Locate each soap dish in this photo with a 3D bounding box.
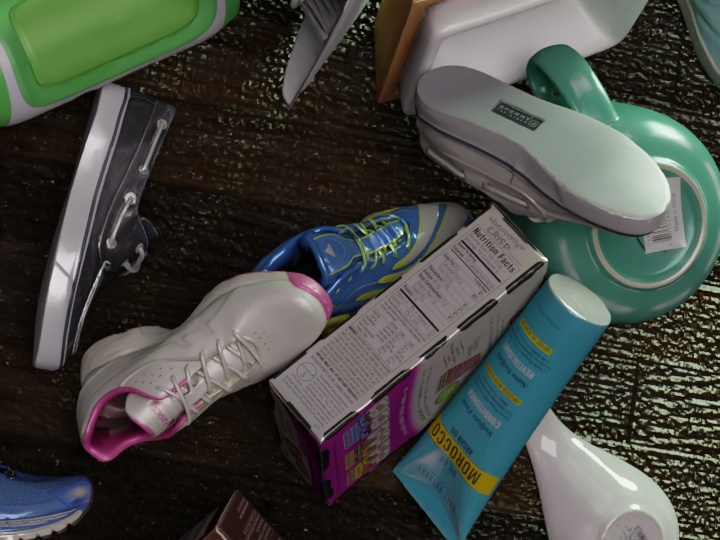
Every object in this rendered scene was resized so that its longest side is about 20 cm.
[{"bbox_3d":[0.106,-0.194,1.455,0.198,0.158,0.082,-19,74,-15],"label":"soap dish"}]

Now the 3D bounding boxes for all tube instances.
[{"bbox_3d":[0.096,0.093,1.423,0.050,0.078,0.201,6,127,-45],"label":"tube"}]

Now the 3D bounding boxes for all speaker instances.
[{"bbox_3d":[-0.182,-0.167,1.395,0.199,0.088,0.089,-27,93,-26],"label":"speaker"}]

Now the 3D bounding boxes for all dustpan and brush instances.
[{"bbox_3d":[-0.006,-0.224,1.453,0.057,0.140,0.201,34,56,0],"label":"dustpan and brush"}]

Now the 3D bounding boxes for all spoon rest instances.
[{"bbox_3d":[0.162,0.153,1.497,0.099,0.061,0.201,-34,108,-13],"label":"spoon rest"}]

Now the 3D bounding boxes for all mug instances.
[{"bbox_3d":[0.168,-0.048,1.456,0.184,0.114,0.153,34,89,-20],"label":"mug"}]

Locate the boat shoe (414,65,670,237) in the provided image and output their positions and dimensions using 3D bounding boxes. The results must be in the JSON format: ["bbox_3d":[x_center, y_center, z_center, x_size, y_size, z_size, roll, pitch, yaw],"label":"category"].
[{"bbox_3d":[0.116,-0.065,1.376,0.199,0.066,0.072,27,49,25],"label":"boat shoe"}]

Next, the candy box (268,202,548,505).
[{"bbox_3d":[0.033,0.059,1.418,0.199,0.137,0.061,-37,70,-14],"label":"candy box"}]

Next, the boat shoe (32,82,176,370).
[{"bbox_3d":[-0.172,-0.025,1.413,0.067,0.072,0.202,17,75,-11],"label":"boat shoe"}]

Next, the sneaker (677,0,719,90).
[{"bbox_3d":[0.281,-0.195,1.530,0.074,0.082,0.201,-35,95,-13],"label":"sneaker"}]

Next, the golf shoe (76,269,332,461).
[{"bbox_3d":[-0.104,0.068,1.365,0.199,0.092,0.075,-26,119,26],"label":"golf shoe"}]

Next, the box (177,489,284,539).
[{"bbox_3d":[-0.058,0.258,1.400,0.100,0.075,0.200,-39,96,17],"label":"box"}]

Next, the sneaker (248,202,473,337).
[{"bbox_3d":[0.000,0.000,1.430,0.199,0.105,0.076,-25,83,-14],"label":"sneaker"}]

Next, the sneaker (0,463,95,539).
[{"bbox_3d":[-0.272,0.133,1.369,0.198,0.079,0.090,6,87,-14],"label":"sneaker"}]
